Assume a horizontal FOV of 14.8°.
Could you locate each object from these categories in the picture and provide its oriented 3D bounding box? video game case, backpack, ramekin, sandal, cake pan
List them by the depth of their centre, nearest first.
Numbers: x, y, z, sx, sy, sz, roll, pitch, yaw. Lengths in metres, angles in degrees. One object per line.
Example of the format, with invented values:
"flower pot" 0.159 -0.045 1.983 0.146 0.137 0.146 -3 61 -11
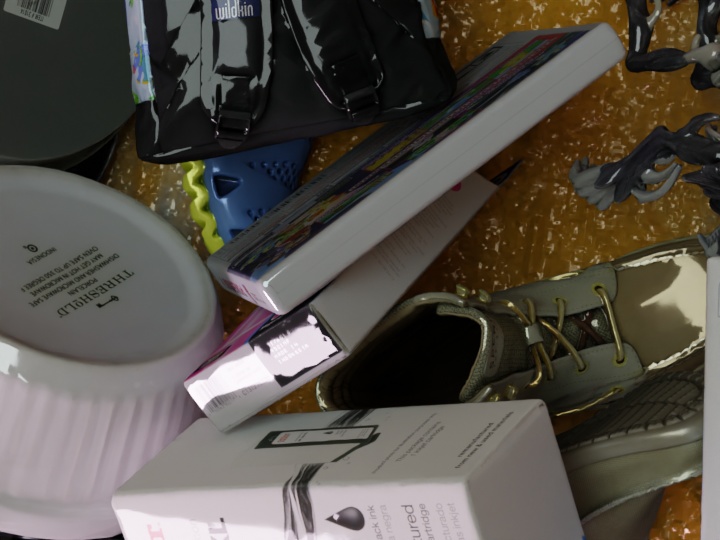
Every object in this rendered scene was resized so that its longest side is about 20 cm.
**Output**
"video game case" 0.022 -0.050 1.319 0.200 0.182 0.023 -37 99 -7
"backpack" -0.048 -0.167 1.353 0.162 0.154 0.201 -13 99 1
"ramekin" -0.160 0.031 1.381 0.202 0.202 0.095 36 125 19
"cake pan" -0.175 -0.143 1.419 0.037 0.200 0.201 10 87 55
"sandal" -0.048 -0.091 1.433 0.087 0.079 0.201 -6 84 14

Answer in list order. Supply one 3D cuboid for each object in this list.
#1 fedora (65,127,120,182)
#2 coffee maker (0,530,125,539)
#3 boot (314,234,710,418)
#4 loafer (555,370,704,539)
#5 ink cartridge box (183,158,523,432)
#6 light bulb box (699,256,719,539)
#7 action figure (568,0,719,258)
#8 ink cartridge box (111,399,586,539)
"fedora" -0.225 -0.093 1.482 0.200 0.092 0.202 -2 84 19
"coffee maker" -0.105 0.232 1.401 0.191 0.135 0.201 7 87 -6
"boot" 0.088 0.033 1.327 0.199 0.155 0.072 -21 78 17
"loafer" 0.119 0.105 1.326 0.068 0.076 0.200 57 144 -2
"ink cartridge box" 0.000 0.000 1.332 0.095 0.200 0.037 -33 97 39
"light bulb box" 0.234 0.103 1.247 0.124 0.198 0.201 0 83 21
"action figure" 0.168 -0.066 1.330 0.102 0.118 0.201 -48 46 43
"ink cartridge box" 0.003 0.144 1.266 0.199 0.084 0.147 -6 111 35
